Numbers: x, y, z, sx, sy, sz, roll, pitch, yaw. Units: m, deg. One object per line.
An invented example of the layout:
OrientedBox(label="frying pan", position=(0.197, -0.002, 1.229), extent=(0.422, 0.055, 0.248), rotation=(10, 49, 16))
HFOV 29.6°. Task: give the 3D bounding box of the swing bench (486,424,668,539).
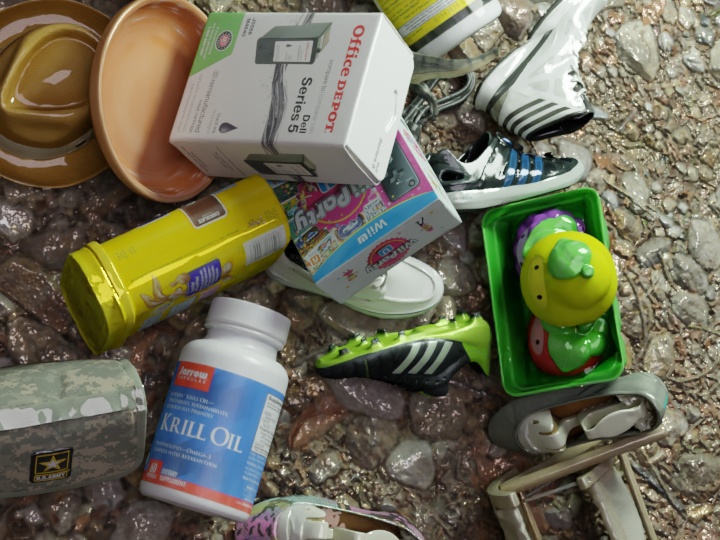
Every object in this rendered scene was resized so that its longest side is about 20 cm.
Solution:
OrientedBox(label="swing bench", position=(0.246, 0.288, 1.430), extent=(0.199, 0.130, 0.200), rotation=(-21, 91, -15))

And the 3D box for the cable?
OrientedBox(label="cable", position=(0.048, -0.152, 1.473), extent=(0.097, 0.050, 0.201), rotation=(29, 61, 4))

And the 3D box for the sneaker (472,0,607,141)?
OrientedBox(label="sneaker", position=(0.228, -0.218, 1.496), extent=(0.115, 0.076, 0.201), rotation=(41, 80, 15))

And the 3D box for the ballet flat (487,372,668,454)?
OrientedBox(label="ballet flat", position=(0.220, 0.155, 1.410), extent=(0.199, 0.064, 0.068), rotation=(-18, 113, 21))

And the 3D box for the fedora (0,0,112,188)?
OrientedBox(label="fedora", position=(-0.299, -0.179, 1.319), extent=(0.199, 0.082, 0.203), rotation=(3, 82, -18))

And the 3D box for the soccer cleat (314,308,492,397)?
OrientedBox(label="soccer cleat", position=(0.050, 0.097, 1.419), extent=(0.198, 0.067, 0.082), rotation=(-11, 99, -21))

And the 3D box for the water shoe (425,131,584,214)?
OrientedBox(label="water shoe", position=(0.158, -0.113, 1.464), extent=(0.199, 0.071, 0.080), rotation=(-15, 94, -31))

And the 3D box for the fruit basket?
OrientedBox(label="fruit basket", position=(0.200, 0.019, 1.392), extent=(0.215, 0.154, 0.217), rotation=(35, 49, -54))

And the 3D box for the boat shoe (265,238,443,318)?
OrientedBox(label="boat shoe", position=(0.000, 0.000, 1.410), extent=(0.199, 0.066, 0.073), rotation=(18, 77, -16))

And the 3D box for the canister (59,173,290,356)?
OrientedBox(label="canister", position=(-0.177, -0.007, 1.307), extent=(0.199, 0.149, 0.087), rotation=(-27, 83, -23))

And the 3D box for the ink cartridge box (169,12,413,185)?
OrientedBox(label="ink cartridge box", position=(-0.065, -0.167, 1.312), extent=(0.084, 0.199, 0.147), rotation=(44, 56, -56))

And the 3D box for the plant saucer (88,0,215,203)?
OrientedBox(label="plant saucer", position=(-0.197, -0.167, 1.333), extent=(0.200, 0.037, 0.202), rotation=(-7, 99, -56))

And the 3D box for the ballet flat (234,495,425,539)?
OrientedBox(label="ballet flat", position=(-0.024, 0.264, 1.365), extent=(0.198, 0.071, 0.070), rotation=(10, 81, -18))

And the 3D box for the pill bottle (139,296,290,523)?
OrientedBox(label="pill bottle", position=(-0.134, 0.133, 1.322), extent=(0.111, 0.112, 0.202), rotation=(19, 77, -16))

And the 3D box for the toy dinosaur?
OrientedBox(label="toy dinosaur", position=(0.045, -0.197, 1.419), extent=(0.198, 0.047, 0.089), rotation=(10, 112, 20))

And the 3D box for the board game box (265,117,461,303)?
OrientedBox(label="board game box", position=(-0.012, -0.092, 1.342), extent=(0.147, 0.064, 0.201), rotation=(-34, 60, 9))

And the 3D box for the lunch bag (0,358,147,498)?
OrientedBox(label="lunch bag", position=(-0.286, 0.139, 1.221), extent=(0.163, 0.200, 0.119), rotation=(-6, 85, -21))

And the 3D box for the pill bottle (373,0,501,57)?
OrientedBox(label="pill bottle", position=(0.054, -0.327, 1.447), extent=(0.112, 0.112, 0.201), rotation=(-35, 96, -20))
